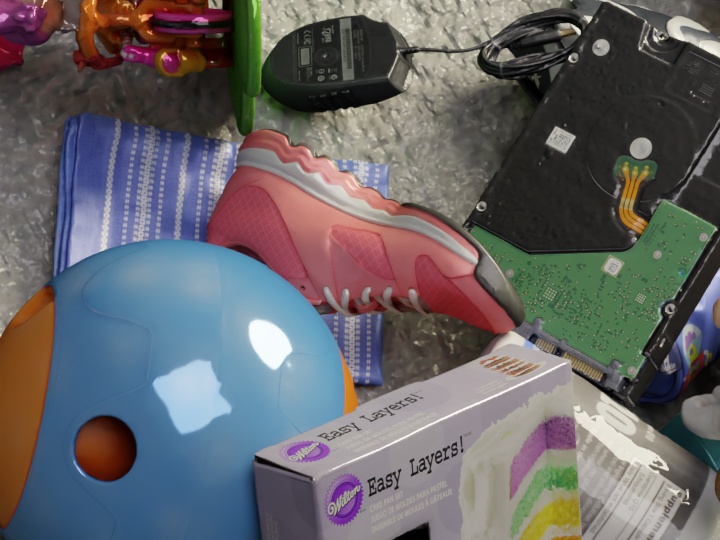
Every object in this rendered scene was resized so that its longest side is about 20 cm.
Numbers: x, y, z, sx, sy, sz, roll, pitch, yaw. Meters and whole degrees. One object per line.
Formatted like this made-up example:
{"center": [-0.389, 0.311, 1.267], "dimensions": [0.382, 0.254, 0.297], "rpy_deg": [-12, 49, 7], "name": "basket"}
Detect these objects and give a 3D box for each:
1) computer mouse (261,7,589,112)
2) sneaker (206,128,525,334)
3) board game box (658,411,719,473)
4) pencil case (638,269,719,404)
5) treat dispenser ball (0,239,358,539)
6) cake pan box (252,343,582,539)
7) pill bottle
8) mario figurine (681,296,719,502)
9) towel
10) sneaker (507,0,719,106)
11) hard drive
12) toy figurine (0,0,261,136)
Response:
{"center": [0.040, -0.125, 1.579], "dimensions": [0.200, 0.034, 0.059], "rpy_deg": [-5, 52, 7], "name": "computer mouse"}
{"center": [0.000, 0.000, 1.487], "dimensions": [0.200, 0.074, 0.087], "rpy_deg": [28, 78, 23], "name": "sneaker"}
{"center": [0.289, 0.146, 1.561], "dimensions": [0.151, 0.047, 0.200], "rpy_deg": [-25, 76, -26], "name": "board game box"}
{"center": [0.216, -0.003, 1.585], "dimensions": [0.078, 0.087, 0.200], "rpy_deg": [27, 53, 35], "name": "pencil case"}
{"center": [-0.101, 0.084, 1.373], "dimensions": [0.201, 0.201, 0.201], "rpy_deg": [7, 64, -15], "name": "treat dispenser ball"}
{"center": [0.033, 0.153, 1.345], "dimensions": [0.200, 0.052, 0.185], "rpy_deg": [-20, 112, -41], "name": "cake pan box"}
{"center": [0.131, 0.133, 1.477], "dimensions": [0.200, 0.114, 0.114], "rpy_deg": [35, 60, -1], "name": "pill bottle"}
{"center": [0.220, 0.053, 1.458], "dimensions": [0.106, 0.123, 0.200], "rpy_deg": [62, 20, -18], "name": "mario figurine"}
{"center": [-0.079, -0.014, 1.528], "dimensions": [0.200, 0.024, 0.145], "rpy_deg": [9, 65, -14], "name": "towel"}
{"center": [0.134, -0.093, 1.604], "dimensions": [0.129, 0.080, 0.199], "rpy_deg": [26, 62, -2], "name": "sneaker"}
{"center": [0.149, -0.039, 1.518], "dimensions": [0.140, 0.038, 0.200], "rpy_deg": [29, 82, 23], "name": "hard drive"}
{"center": [-0.153, -0.144, 1.491], "dimensions": [0.184, 0.200, 0.150], "rpy_deg": [-2, 103, -6], "name": "toy figurine"}
